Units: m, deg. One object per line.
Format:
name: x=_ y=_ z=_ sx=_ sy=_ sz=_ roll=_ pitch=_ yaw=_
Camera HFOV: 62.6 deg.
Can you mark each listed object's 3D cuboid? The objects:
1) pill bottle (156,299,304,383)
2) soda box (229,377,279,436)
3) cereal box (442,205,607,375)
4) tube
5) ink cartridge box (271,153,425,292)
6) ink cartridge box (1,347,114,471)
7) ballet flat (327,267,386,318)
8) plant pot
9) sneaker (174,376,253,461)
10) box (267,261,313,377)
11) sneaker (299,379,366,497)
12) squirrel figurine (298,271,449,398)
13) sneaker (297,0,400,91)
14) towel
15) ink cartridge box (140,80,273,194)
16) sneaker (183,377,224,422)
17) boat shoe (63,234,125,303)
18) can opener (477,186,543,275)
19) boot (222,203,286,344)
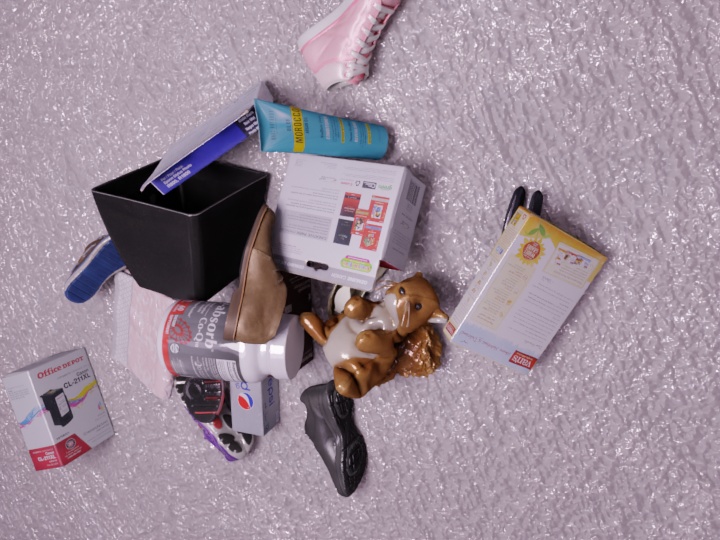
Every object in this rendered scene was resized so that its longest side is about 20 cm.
pill bottle: x=-0.191 y=0.107 z=0.891 sx=0.197 sy=0.116 sz=0.118 roll=3 pitch=104 yaw=12
soda box: x=-0.190 y=0.185 z=1.052 sx=0.067 sy=0.063 sz=0.203 roll=4 pitch=104 yaw=21
cereal box: x=0.221 y=0.033 z=0.803 sx=0.142 sy=0.040 sz=0.202 roll=25 pitch=106 yaw=-22
tube: x=-0.055 y=-0.193 z=0.839 sx=0.050 sy=0.197 sz=0.079 roll=-39 pitch=57 yaw=52
ink cartridge box: x=-0.027 y=-0.066 z=0.867 sx=0.198 sy=0.084 sz=0.178 roll=13 pitch=85 yaw=29
ink cartridge box: x=-0.613 y=0.278 z=1.211 sx=0.082 sy=0.146 sz=0.203 roll=-14 pitch=97 yaw=24
ballet flat: x=0.000 y=0.000 z=0.927 sx=0.069 sy=0.069 sz=0.202 roll=32 pitch=112 yaw=13
plant pot: x=-0.284 y=-0.064 z=0.973 sx=0.197 sy=0.200 sz=0.180 roll=15 pitch=120 yaw=19
sneaker: x=-0.287 y=0.278 z=1.113 sx=0.201 sy=0.080 sz=0.084 roll=52 pitch=133 yaw=11
box: x=-0.131 y=0.066 z=0.980 sx=0.074 sy=0.100 sz=0.203 roll=6 pitch=105 yaw=22
sneaker: x=-0.049 y=0.288 z=1.021 sx=0.090 sy=0.076 sz=0.203 roll=-11 pitch=91 yaw=35
squirrel figurine: x=0.046 y=0.090 z=0.884 sx=0.186 sy=0.200 sz=0.142 roll=-41 pitch=51 yaw=10
sneaker: x=0.004 y=-0.331 z=0.842 sx=0.199 sy=0.075 sz=0.106 roll=-26 pitch=87 yaw=34
towel: x=-0.411 y=0.116 z=1.126 sx=0.189 sy=0.032 sz=0.203 roll=24 pitch=112 yaw=32
ink cartridge box: x=-0.221 y=-0.194 z=0.886 sx=0.198 sy=0.201 sz=0.041 roll=-31 pitch=116 yaw=13
sneaker: x=-0.262 y=0.167 z=1.056 sx=0.073 sy=0.087 sz=0.204 roll=3 pitch=95 yaw=15
boat shoe: x=-0.485 y=-0.030 z=1.117 sx=0.199 sy=0.072 sz=0.073 roll=-39 pitch=44 yaw=4
can opener: x=0.213 y=-0.017 z=0.835 sx=0.063 sy=0.078 sz=0.203 roll=24 pitch=102 yaw=24
boot: x=-0.137 y=0.006 z=0.838 sx=0.074 sy=0.074 sz=0.203 roll=11 pitch=73 yaw=-8
